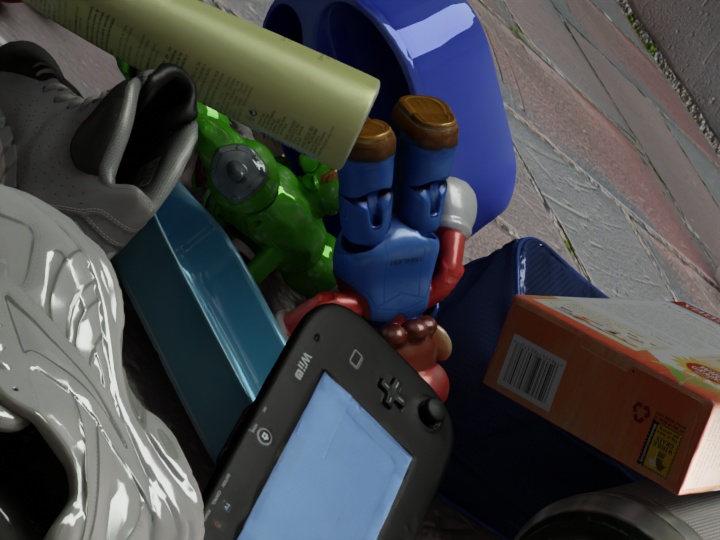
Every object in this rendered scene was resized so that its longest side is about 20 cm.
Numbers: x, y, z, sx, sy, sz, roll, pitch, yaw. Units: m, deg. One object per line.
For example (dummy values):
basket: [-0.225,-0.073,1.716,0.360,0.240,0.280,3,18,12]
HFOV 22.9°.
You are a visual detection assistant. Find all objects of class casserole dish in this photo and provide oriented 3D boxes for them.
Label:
casserole dish: [-0.069,0.040,0.900,0.200,0.039,0.121,60,10,19]

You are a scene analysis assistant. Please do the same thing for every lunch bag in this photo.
lunch bag: [0.093,0.082,1.105,0.200,0.132,0.136,37,41,-34]

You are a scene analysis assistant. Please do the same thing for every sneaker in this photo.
sneaker: [-0.137,0.041,0.700,0.200,0.078,0.099,57,22,21]
sneaker: [-0.128,-0.072,0.876,0.075,0.115,0.200,36,23,-38]

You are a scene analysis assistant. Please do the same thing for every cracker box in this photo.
cracker box: [0.181,0.067,0.993,0.134,0.058,0.200,29,17,37]

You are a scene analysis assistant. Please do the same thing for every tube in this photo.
tube: [-0.088,-0.115,0.885,0.199,0.058,0.052,24,32,-3]

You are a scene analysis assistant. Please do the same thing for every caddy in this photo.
caddy: [0.010,-0.090,1.104,0.105,0.141,0.201,-30,113,-35]

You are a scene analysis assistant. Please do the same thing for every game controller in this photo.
game controller: [-0.020,0.105,0.800,0.104,0.042,0.200,52,41,-23]

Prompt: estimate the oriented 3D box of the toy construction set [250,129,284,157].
toy construction set: [-0.026,-0.101,1.253,0.200,0.092,0.131,-1,53,-55]

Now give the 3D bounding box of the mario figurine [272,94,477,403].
mario figurine: [0.000,0.000,0.997,0.123,0.201,0.106,6,25,4]

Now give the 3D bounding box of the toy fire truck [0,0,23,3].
toy fire truck: [-0.188,-0.263,1.019,0.200,0.168,0.112,44,19,-22]

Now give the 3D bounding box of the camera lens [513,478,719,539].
camera lens: [0.182,0.192,0.983,0.200,0.160,0.160,-4,55,-46]

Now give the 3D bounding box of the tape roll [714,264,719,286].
tape roll: [0.601,0.009,2.404,0.139,0.203,0.203,58,19,22]

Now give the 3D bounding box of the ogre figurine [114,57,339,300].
ogre figurine: [-0.063,-0.047,1.036,0.120,0.098,0.200,51,-20,41]
